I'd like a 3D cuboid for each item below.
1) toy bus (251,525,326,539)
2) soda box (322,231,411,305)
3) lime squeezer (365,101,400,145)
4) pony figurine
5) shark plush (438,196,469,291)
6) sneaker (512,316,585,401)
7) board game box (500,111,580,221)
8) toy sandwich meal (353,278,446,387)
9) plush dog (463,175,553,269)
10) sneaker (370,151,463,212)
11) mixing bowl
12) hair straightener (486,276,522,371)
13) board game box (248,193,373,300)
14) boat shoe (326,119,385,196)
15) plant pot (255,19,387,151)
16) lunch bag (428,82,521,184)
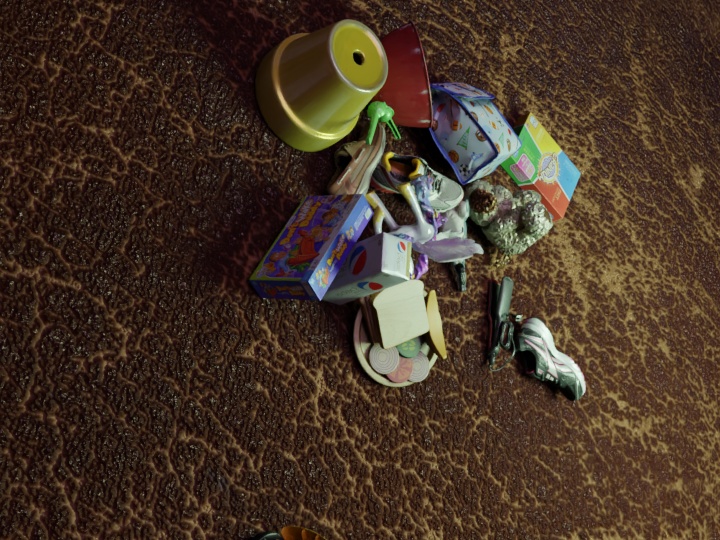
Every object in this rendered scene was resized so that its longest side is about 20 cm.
[{"bbox_3d":[-0.126,0.503,1.219,0.198,0.134,0.196,-24,108,-38],"label":"toy bus"},{"bbox_3d":[0.000,0.000,1.405,0.063,0.198,0.070,17,67,-33],"label":"soda box"},{"bbox_3d":[0.042,-0.270,1.515,0.072,0.037,0.200,68,20,-3],"label":"lime squeezer"},{"bbox_3d":[0.109,-0.068,1.544,0.189,0.167,0.204,-19,103,-4],"label":"pony figurine"},{"bbox_3d":[0.201,-0.064,1.676,0.083,0.089,0.204,6,64,-69],"label":"shark plush"},{"bbox_3d":[0.382,0.201,1.748,0.086,0.080,0.201,-44,97,-25],"label":"sneaker"},{"bbox_3d":[0.408,-0.234,1.905,0.200,0.040,0.154,44,54,-20],"label":"board game box"},{"bbox_3d":[0.076,0.106,1.488,0.201,0.070,0.211,0,90,-26],"label":"toy sandwich meal"},{"bbox_3d":[0.280,-0.115,1.719,0.171,0.161,0.200,41,14,-7],"label":"plush dog"},{"bbox_3d":[0.110,-0.168,1.595,0.196,0.082,0.080,15,68,-19],"label":"sneaker"},{"bbox_3d":[0.064,-0.358,1.593,0.106,0.200,0.205,-13,84,-1],"label":"mixing bowl"},{"bbox_3d":[0.284,0.105,1.683,0.041,0.076,0.204,29,61,-30],"label":"hair straightener"},{"bbox_3d":[-0.080,-0.041,1.392,0.045,0.132,0.202,57,48,-35],"label":"board game box"},{"bbox_3d":[-0.009,-0.205,1.542,0.071,0.075,0.203,32,55,-20],"label":"boat shoe"},{"bbox_3d":[-0.056,-0.335,1.467,0.198,0.187,0.206,12,69,-36],"label":"plant pot"},{"bbox_3d":[0.218,-0.297,1.696,0.202,0.123,0.169,55,29,7],"label":"lunch bag"}]
